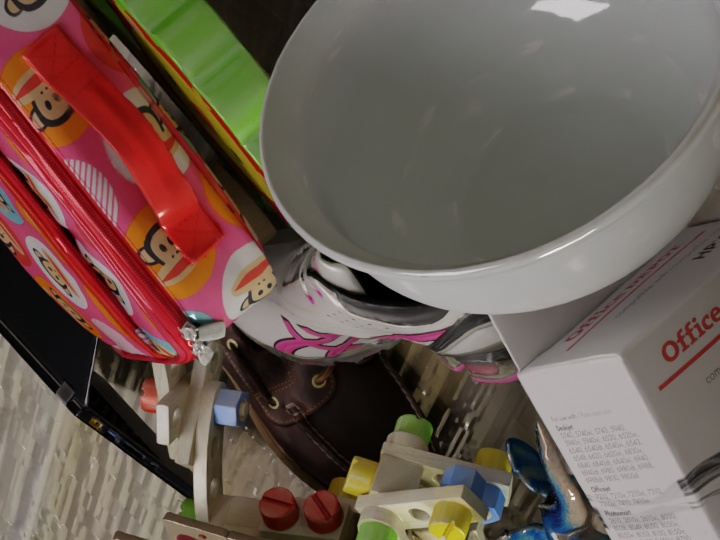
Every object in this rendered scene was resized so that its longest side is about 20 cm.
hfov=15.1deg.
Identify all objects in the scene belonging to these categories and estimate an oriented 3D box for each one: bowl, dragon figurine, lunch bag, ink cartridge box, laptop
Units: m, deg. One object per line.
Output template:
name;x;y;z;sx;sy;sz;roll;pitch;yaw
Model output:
bowl;0.068;-0.054;1.065;0.201;0.201;0.090;19;155;40
dragon figurine;0.090;0.108;1.204;0.099;0.059;0.200;7;171;33
lunch bag;-0.123;-0.050;1.224;0.200;0.082;0.176;53;165;-15
ink cartridge box;0.146;0.057;1.118;0.068;0.116;0.200;-13;111;54
laptop;-0.134;0.010;1.462;0.200;0.116;0.187;41;180;-37

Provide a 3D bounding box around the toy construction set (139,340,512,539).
toy construction set;-0.021;0.109;1.291;0.200;0.092;0.131;20;152;25

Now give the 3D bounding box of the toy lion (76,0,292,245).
toy lion;-0.075;-0.094;1.211;0.200;0.069;0.192;49;176;9

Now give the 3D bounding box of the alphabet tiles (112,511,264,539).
alphabet tiles;-0.035;0.186;1.329;0.166;0.006;0.200;15;146;19

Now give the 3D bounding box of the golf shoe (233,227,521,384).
golf shoe;0.000;0.000;1.257;0.200;0.073;0.092;3;156;42

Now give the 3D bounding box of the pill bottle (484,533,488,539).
pill bottle;0.000;0.205;1.442;0.113;0.113;0.200;41;146;17

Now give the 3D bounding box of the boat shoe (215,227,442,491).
boat shoe;-0.032;0.040;1.362;0.200;0.070;0.070;44;151;12

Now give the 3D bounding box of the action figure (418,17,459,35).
action figure;0.000;-0.098;1.172;0.200;0.099;0.065;31;143;25
